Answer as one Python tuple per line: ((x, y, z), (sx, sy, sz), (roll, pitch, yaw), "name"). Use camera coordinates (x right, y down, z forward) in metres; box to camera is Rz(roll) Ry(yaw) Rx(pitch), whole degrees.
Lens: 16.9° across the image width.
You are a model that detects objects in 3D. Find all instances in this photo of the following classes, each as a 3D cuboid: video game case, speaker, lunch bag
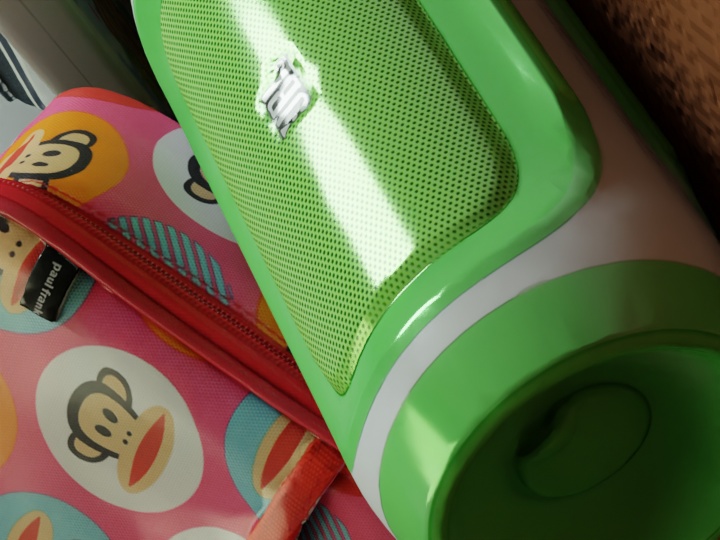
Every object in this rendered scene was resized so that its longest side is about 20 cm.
((-0.094, -0.093, 0.738), (0.183, 0.022, 0.200), (60, -177, 35), "video game case")
((0.012, -0.023, 0.515), (0.089, 0.088, 0.201), (73, 172, -45), "speaker")
((-0.048, 0.072, 0.612), (0.176, 0.082, 0.201), (33, 129, 6), "lunch bag")

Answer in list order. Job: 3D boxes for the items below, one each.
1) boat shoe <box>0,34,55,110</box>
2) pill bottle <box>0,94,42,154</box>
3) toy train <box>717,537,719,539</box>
((-0.175, -0.122, 0.805), (0.201, 0.091, 0.071), (57, -176, -20), "boat shoe")
((-0.091, 0.001, 0.924), (0.201, 0.115, 0.116), (82, 164, -52), "pill bottle")
((0.068, 0.114, 0.530), (0.201, 0.055, 0.151), (-83, -2, -53), "toy train")
